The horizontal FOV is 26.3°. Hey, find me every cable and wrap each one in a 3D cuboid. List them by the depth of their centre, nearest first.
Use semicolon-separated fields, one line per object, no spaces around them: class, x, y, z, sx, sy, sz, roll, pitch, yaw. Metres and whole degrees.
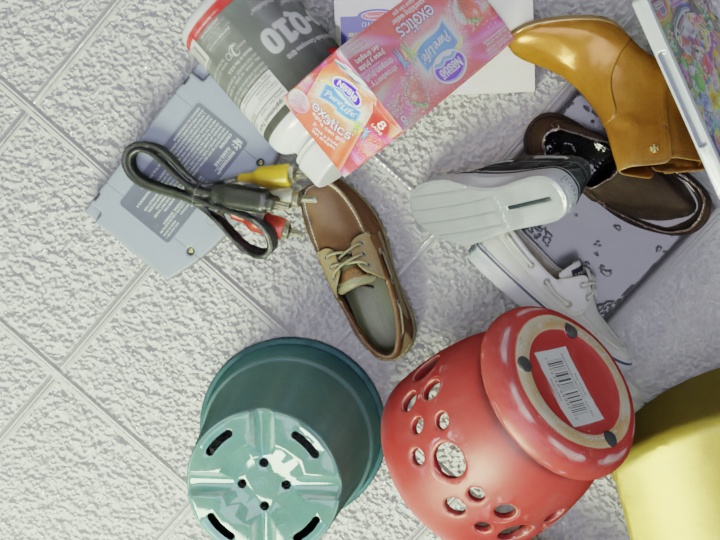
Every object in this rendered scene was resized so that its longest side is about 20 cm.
cable;-0.144;-0.073;1.548;0.200;0.050;0.097;14;109;16

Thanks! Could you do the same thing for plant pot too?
plant pot;0.149;0.145;1.471;0.200;0.200;0.182;47;130;-3
plant pot;0.353;0.203;1.500;0.200;0.196;0.194;-13;98;15
plant pot;-0.081;0.185;1.532;0.200;0.196;0.200;1;101;6

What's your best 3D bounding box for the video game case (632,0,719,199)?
video game case;0.328;-0.179;1.458;0.018;0.143;0.200;-21;98;36

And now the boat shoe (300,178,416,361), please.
boat shoe;0.000;0.000;1.552;0.076;0.074;0.200;-27;94;10

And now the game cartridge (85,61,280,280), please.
game cartridge;-0.172;-0.096;1.575;0.133;0.042;0.200;39;101;-6

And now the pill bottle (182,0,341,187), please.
pill bottle;-0.069;-0.187;1.493;0.114;0.114;0.200;-42;83;11

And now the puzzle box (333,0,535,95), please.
puzzle box;0.073;-0.240;1.529;0.200;0.025;0.133;-1;100;6

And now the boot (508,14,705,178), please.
boot;0.239;-0.161;1.467;0.201;0.071;0.144;4;69;-8

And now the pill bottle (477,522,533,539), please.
pill bottle;0.177;0.343;1.573;0.200;0.114;0.114;33;101;0

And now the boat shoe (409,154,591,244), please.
boat shoe;0.140;-0.072;1.511;0.200;0.071;0.072;-2;113;42

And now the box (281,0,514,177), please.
box;0.038;-0.187;1.420;0.095;0.200;0.103;51;138;-4

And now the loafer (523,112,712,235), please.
loafer;0.250;-0.088;1.513;0.200;0.071;0.073;24;102;2

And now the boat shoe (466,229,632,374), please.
boat shoe;0.203;0.022;1.541;0.200;0.071;0.070;41;104;5
